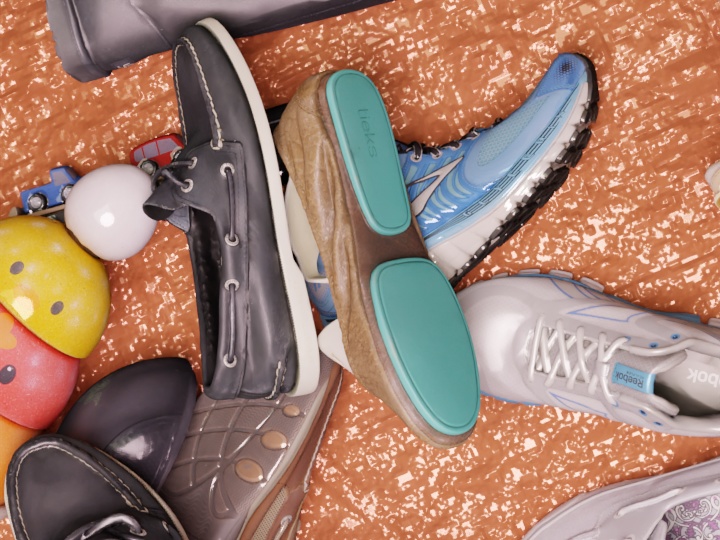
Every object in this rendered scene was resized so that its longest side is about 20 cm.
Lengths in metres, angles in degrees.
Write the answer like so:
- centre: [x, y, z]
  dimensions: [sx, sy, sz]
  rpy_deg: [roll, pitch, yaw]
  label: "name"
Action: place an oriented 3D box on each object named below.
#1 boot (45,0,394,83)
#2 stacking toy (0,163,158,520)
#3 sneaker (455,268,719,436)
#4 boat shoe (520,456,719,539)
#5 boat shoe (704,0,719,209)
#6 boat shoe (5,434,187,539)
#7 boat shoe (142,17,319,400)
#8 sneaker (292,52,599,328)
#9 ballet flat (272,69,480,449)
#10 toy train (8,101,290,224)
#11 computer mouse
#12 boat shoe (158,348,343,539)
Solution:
- centre: [-0.079, -0.204, 0.857]
  dimensions: [0.199, 0.066, 0.166]
  rpy_deg: [-14, 97, 12]
  label: "boot"
- centre: [-0.183, 0.019, 0.844]
  dimensions: [0.146, 0.146, 0.200]
  rpy_deg: [43, 95, 6]
  label: "stacking toy"
- centre: [0.130, 0.045, 0.821]
  dimensions: [0.198, 0.087, 0.076]
  rpy_deg: [8, 95, 10]
  label: "sneaker"
- centre: [0.158, 0.144, 0.821]
  dimensions: [0.199, 0.068, 0.073]
  rpy_deg: [-19, 89, 18]
  label: "boat shoe"
- centre: [0.211, -0.051, 0.817]
  dimensions: [0.069, 0.074, 0.202]
  rpy_deg: [-1, 88, 18]
  label: "boat shoe"
- centre: [-0.112, 0.149, 0.748]
  dimensions: [0.074, 0.066, 0.200]
  rpy_deg: [-29, 64, -8]
  label: "boat shoe"
- centre: [-0.077, -0.029, 0.815]
  dimensions: [0.066, 0.074, 0.201]
  rpy_deg: [-13, 89, -20]
  label: "boat shoe"
- centre: [0.041, -0.047, 0.838]
  dimensions: [0.200, 0.078, 0.090]
  rpy_deg: [-43, 82, 8]
  label: "sneaker"
- centre: [0.000, 0.000, 0.795]
  dimensions: [0.072, 0.068, 0.201]
  rpy_deg: [-31, 74, 42]
  label: "ballet flat"
- centre: [-0.105, -0.053, 0.883]
  dimensions: [0.199, 0.034, 0.046]
  rpy_deg: [-17, 86, 9]
  label: "toy train"
- centre: [-0.151, 0.131, 0.855]
  dimensions: [0.052, 0.138, 0.201]
  rpy_deg: [26, 87, -20]
  label: "computer mouse"
- centre: [-0.068, 0.128, 0.865]
  dimensions: [0.076, 0.072, 0.201]
  rpy_deg: [32, 90, 38]
  label: "boat shoe"
